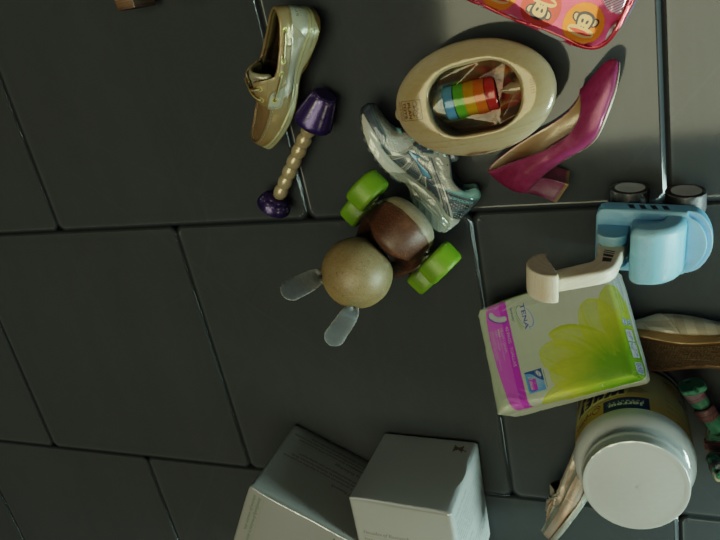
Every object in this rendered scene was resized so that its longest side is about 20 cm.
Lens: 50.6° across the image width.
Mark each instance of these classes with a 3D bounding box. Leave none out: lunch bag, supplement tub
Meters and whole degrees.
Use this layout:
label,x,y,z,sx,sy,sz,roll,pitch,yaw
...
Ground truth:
label,x,y,z,sx,sy,sz,roll,pitch,yaw
lunch bag,0.216,-0.351,0.819,0.200,0.082,0.176,26,120,7
supplement tub,0.352,0.221,0.982,0.144,0.200,0.145,6,110,16

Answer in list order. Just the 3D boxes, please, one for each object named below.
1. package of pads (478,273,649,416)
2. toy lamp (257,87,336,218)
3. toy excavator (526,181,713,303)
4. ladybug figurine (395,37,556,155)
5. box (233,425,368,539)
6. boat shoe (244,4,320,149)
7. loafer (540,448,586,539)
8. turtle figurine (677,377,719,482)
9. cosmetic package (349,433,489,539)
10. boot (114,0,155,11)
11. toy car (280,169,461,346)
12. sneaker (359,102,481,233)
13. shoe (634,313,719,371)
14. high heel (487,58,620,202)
label,x,y,z,sx,sy,sz,roll,pitch,yaw
package of pads,0.262,0.094,1.003,0.200,0.068,0.155,-22,65,32
toy lamp,-0.087,-0.164,1.066,0.058,0.058,0.200,34,128,4
toy excavator,0.302,-0.024,0.881,0.194,0.200,0.100,4,118,21
ladybug figurine,0.139,-0.211,0.925,0.200,0.072,0.136,-4,108,23
box,-0.087,0.423,1.313,0.200,0.171,0.199,25,124,9
boat shoe,-0.118,-0.256,1.007,0.074,0.066,0.200,50,128,43
loafer,0.320,0.324,1.151,0.063,0.072,0.200,36,120,22
turtle figurine,0.490,0.222,0.983,0.200,0.150,0.101,65,158,-4
cosmetic package,0.102,0.395,1.218,0.166,0.167,0.200,1,116,24
boot,-0.264,-0.431,0.989,0.200,0.074,0.155,-2,112,22
toy car,0.000,0.000,1.007,0.164,0.200,0.158,45,167,3
sneaker,0.080,-0.149,0.999,0.086,0.078,0.200,-37,105,22
shoe,0.409,0.092,0.991,0.200,0.053,0.070,2,132,29
high heel,0.231,-0.174,0.913,0.096,0.067,0.200,21,137,0
